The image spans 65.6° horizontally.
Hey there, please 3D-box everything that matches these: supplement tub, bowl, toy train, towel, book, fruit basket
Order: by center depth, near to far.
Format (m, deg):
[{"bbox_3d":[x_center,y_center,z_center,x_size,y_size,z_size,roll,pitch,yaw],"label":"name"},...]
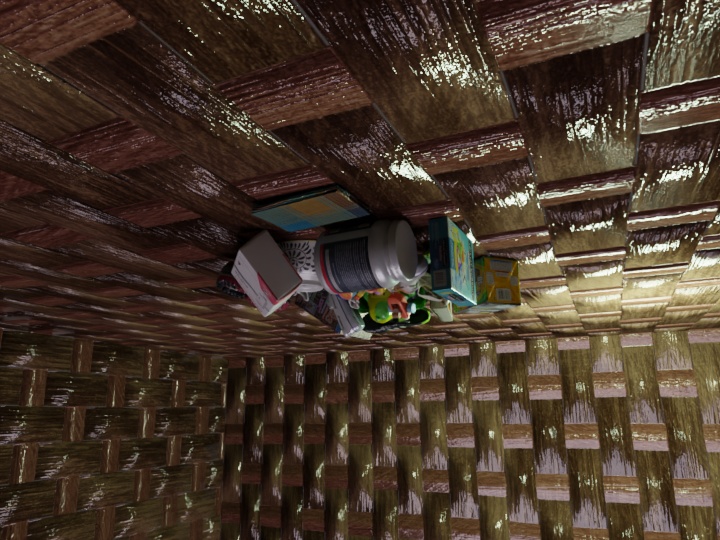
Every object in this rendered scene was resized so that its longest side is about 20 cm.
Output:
[{"bbox_3d":[-0.096,-0.119,1.093,0.195,0.022,0.146,-10,164,26],"label":"towel"},{"bbox_3d":[0.011,-0.029,1.192,0.195,0.145,0.140,-8,164,27],"label":"supplement tub"},{"bbox_3d":[0.025,0.067,1.310,0.196,0.056,0.153,2,130,37],"label":"toy train"},{"bbox_3d":[-0.134,-0.002,1.391,0.194,0.097,0.201,0,167,0],"label":"bowl"},{"bbox_3d":[0.070,0.050,1.463,0.208,0.161,0.216,-6,180,0],"label":"fruit basket"},{"bbox_3d":[0.229,0.058,1.555,0.047,0.138,0.200,-4,164,15],"label":"book"}]

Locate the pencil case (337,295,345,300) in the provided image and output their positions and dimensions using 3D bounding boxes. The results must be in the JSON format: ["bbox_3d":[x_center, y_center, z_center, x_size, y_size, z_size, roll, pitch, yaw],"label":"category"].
[{"bbox_3d":[0.000,0.000,1.377,0.077,0.088,0.200,34,143,-12],"label":"pencil case"}]

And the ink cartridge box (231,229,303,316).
[{"bbox_3d":[-0.223,0.014,1.307,0.082,0.148,0.200,-37,179,-24],"label":"ink cartridge box"}]

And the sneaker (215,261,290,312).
[{"bbox_3d":[-0.269,0.041,1.441,0.196,0.076,0.081,27,141,-14],"label":"sneaker"}]

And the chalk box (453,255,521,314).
[{"bbox_3d":[0.332,0.049,1.547,0.121,0.128,0.199,5,166,-24],"label":"chalk box"}]

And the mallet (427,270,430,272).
[{"bbox_3d":[0.187,0.030,1.633,0.064,0.042,0.200,14,173,13],"label":"mallet"}]

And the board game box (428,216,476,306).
[{"bbox_3d":[0.207,-0.014,1.238,0.046,0.156,0.199,-8,165,25],"label":"board game box"}]

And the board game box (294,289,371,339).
[{"bbox_3d":[-0.064,0.105,1.626,0.198,0.099,0.158,28,-175,36],"label":"board game box"}]

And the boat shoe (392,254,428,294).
[{"bbox_3d":[0.109,0.018,1.291,0.070,0.071,0.199,50,155,-9],"label":"boat shoe"}]

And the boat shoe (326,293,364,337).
[{"bbox_3d":[-0.060,0.080,1.482,0.066,0.204,0.073,-34,155,18],"label":"boat shoe"}]

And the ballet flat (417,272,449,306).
[{"bbox_3d":[0.143,0.023,1.375,0.197,0.071,0.070,30,171,13],"label":"ballet flat"}]

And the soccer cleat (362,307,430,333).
[{"bbox_3d":[0.094,0.128,1.509,0.194,0.070,0.081,-9,174,0],"label":"soccer cleat"}]

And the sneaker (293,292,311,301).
[{"bbox_3d":[-0.212,0.022,1.503,0.195,0.083,0.076,16,165,-28],"label":"sneaker"}]

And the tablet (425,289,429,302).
[{"bbox_3d":[0.155,0.073,1.621,0.126,0.014,0.199,-5,-170,24],"label":"tablet"}]

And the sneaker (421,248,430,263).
[{"bbox_3d":[0.223,-0.010,1.390,0.073,0.086,0.197,-11,161,38],"label":"sneaker"}]
